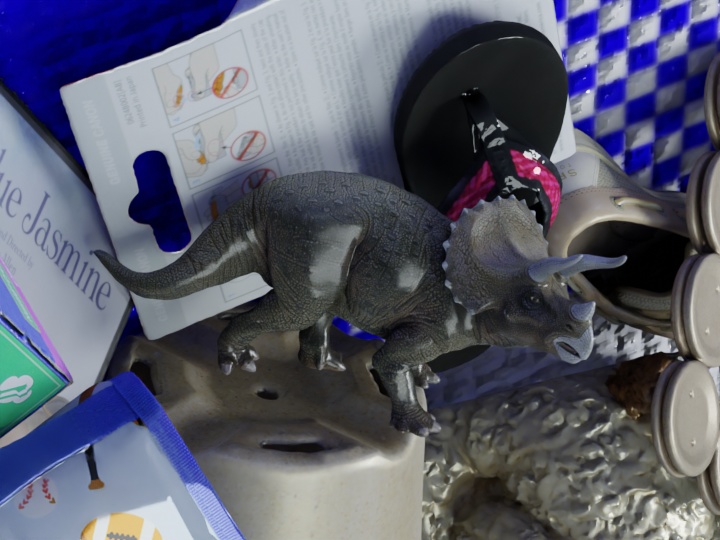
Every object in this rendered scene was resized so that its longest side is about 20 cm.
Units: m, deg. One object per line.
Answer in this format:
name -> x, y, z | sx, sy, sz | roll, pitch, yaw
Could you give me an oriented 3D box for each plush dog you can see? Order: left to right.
plush dog -> 0.120, 0.131, 1.274 | 0.199, 0.173, 0.160 | -11, 176, -29

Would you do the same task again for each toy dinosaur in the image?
toy dinosaur -> 0.000, 0.000, 1.092 | 0.077, 0.199, 0.103 | -52, 159, -65

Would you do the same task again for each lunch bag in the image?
lunch bag -> -0.112, 0.141, 0.978 | 0.170, 0.124, 0.200 | -34, 142, -11

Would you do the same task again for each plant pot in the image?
plant pot -> -0.050, 0.122, 1.184 | 0.200, 0.200, 0.184 | -8, 122, -30

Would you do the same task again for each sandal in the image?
sandal -> 0.051, -0.020, 1.136 | 0.075, 0.045, 0.200 | -15, 139, -19

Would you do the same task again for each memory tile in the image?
memory tile -> 0.177, 0.015, 1.254 | 0.153, 0.017, 0.201 | 37, 59, -51

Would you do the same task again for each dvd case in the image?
dvd case -> -0.149, 0.042, 1.053 | 0.143, 0.017, 0.201 | 49, 55, -51

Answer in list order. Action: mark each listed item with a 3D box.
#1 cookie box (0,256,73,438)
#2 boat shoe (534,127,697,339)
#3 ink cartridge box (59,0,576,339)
cookie box -> -0.224, 0.026, 0.955 | 0.200, 0.171, 0.075 | -37, 144, 3
boat shoe -> 0.132, -0.001, 1.268 | 0.072, 0.065, 0.200 | -45, 140, 12
ink cartridge box -> -0.017, -0.072, 1.110 | 0.199, 0.047, 0.160 | -24, 141, -8
